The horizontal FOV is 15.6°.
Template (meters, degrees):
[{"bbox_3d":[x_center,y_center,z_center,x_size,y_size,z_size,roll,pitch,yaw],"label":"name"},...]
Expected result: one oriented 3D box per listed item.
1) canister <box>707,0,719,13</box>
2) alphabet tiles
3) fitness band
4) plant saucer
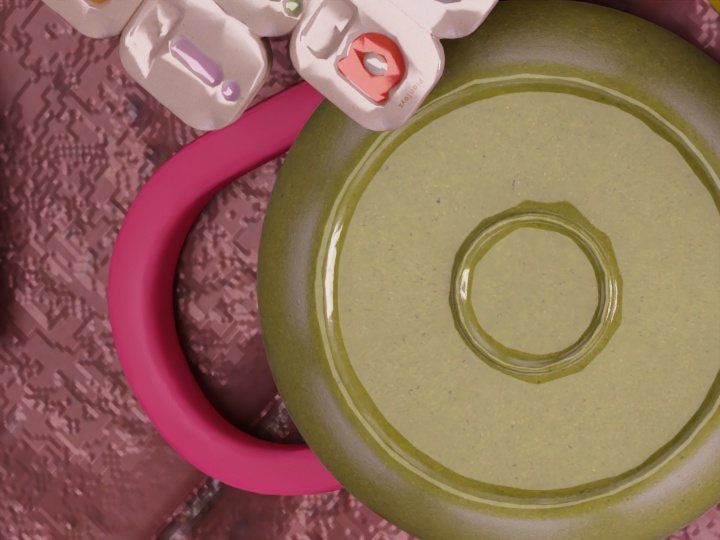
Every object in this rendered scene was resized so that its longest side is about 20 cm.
[{"bbox_3d":[0.183,-0.084,0.823,0.087,0.149,0.200,-42,86,-14],"label":"canister"},{"bbox_3d":[-0.029,-0.150,0.868,0.195,0.015,0.200,40,109,8],"label":"alphabet tiles"},{"bbox_3d":[0.000,0.000,0.965,0.199,0.037,0.144,-26,88,21],"label":"fitness band"},{"bbox_3d":[0.060,0.006,0.909,0.199,0.031,0.201,1,95,7],"label":"plant saucer"}]
